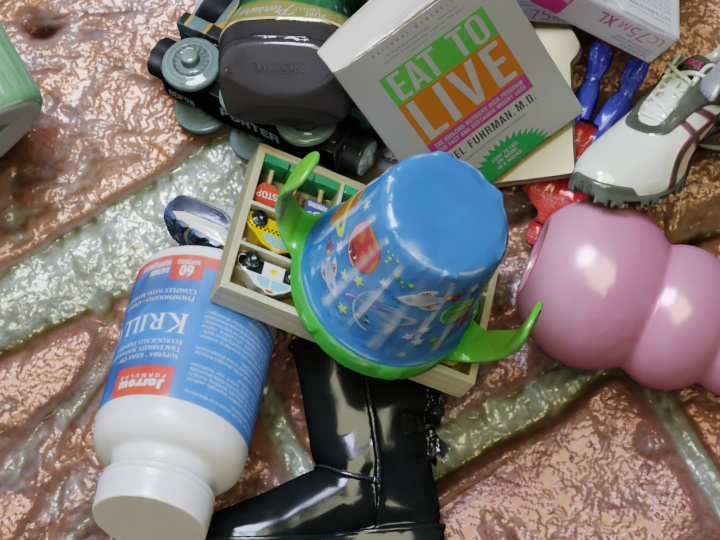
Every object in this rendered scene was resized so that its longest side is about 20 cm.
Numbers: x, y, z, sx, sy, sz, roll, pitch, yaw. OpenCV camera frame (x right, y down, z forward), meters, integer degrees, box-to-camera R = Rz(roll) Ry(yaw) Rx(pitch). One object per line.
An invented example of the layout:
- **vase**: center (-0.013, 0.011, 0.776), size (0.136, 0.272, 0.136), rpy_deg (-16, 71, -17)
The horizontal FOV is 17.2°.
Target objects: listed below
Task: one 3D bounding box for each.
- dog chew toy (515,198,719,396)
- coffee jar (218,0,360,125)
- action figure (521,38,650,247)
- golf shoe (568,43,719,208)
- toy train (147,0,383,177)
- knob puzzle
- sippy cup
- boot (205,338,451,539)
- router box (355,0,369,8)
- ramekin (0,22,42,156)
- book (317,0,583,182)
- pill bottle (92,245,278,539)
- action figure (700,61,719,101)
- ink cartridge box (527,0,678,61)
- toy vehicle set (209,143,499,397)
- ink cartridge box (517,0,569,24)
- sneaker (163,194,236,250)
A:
- **dog chew toy**: center (0.216, 0.029, 1.721), size (0.199, 0.125, 0.125), rpy_deg (22, 78, -2)
- **coffee jar**: center (-0.041, -0.193, 1.714), size (0.104, 0.086, 0.201), rpy_deg (2, 49, 10)
- **action figure**: center (0.173, -0.107, 1.787), size (0.065, 0.052, 0.201), rpy_deg (26, 82, 12)
- **golf shoe**: center (0.221, -0.112, 1.728), size (0.077, 0.089, 0.200), rpy_deg (26, 42, 35)
- **toy train**: center (-0.060, -0.141, 1.776), size (0.199, 0.085, 0.114), rpy_deg (27, 65, 22)
- **knob puzzle**: center (0.073, -0.151, 1.801), size (0.218, 0.030, 0.221), rpy_deg (-5, 71, 16)
- **sippy cup**: center (0.036, -0.012, 1.634), size (0.177, 0.130, 0.141), rpy_deg (2, 64, -24)
- **boot**: center (-0.027, 0.128, 1.722), size (0.197, 0.073, 0.164), rpy_deg (-3, 79, -7)
- **router box**: center (0.037, -0.242, 1.701), size (0.062, 0.200, 0.151), rpy_deg (-9, 57, 19)
- **ramekin**: center (-0.328, -0.111, 1.726), size (0.199, 0.200, 0.098), rpy_deg (-34, 86, -7)
- **book**: center (0.065, -0.134, 1.672), size (0.133, 0.200, 0.048), rpy_deg (-38, 53, 2)
- **pill bottle**: center (-0.127, 0.092, 1.683), size (0.111, 0.113, 0.201), rpy_deg (10, 56, 3)
- **action figure**: center (0.361, -0.112, 1.708), size (0.199, 0.193, 0.105), rpy_deg (-13, 64, 26)
- **ink cartridge box**: center (0.173, -0.258, 1.708), size (0.119, 0.042, 0.201), rpy_deg (23, 55, -25)
- **toy vehicle set**: center (0.000, 0.000, 1.707), size (0.199, 0.027, 0.125), rpy_deg (21, 58, -13)
- **ink cartridge box**: center (0.175, -0.273, 1.802), size (0.118, 0.042, 0.201), rpy_deg (5, 56, 4)
- **sneaker**: center (-0.047, -0.021, 1.766), size (0.199, 0.077, 0.086), rpy_deg (21, 69, -2)
